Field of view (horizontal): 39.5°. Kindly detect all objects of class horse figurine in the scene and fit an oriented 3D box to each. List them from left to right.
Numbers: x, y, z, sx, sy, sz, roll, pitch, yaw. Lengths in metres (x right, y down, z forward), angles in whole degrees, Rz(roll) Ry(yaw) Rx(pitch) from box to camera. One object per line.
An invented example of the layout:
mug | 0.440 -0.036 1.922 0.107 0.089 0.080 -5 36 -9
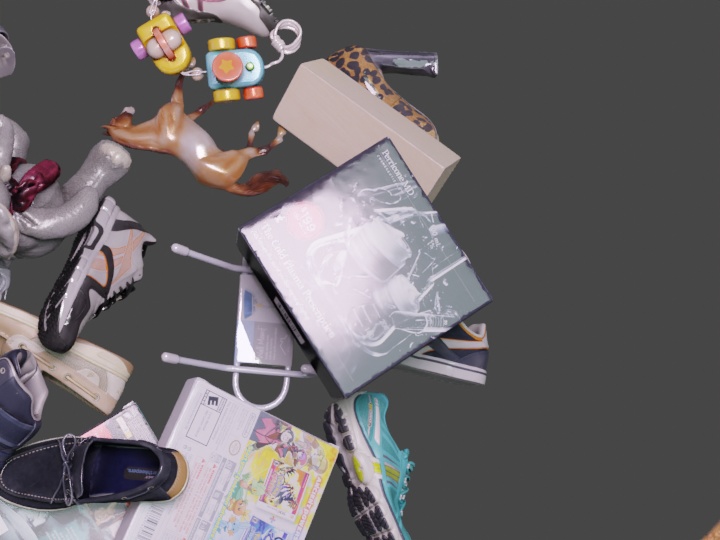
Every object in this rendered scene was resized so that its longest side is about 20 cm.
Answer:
horse figurine | -0.171 -0.146 1.127 0.200 0.050 0.133 39 63 -4

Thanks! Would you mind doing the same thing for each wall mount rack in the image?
wall mount rack | -0.126 0.048 1.088 0.173 0.075 0.201 6 76 -14

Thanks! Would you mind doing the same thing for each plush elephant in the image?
plush elephant | -0.353 -0.080 0.983 0.164 0.155 0.201 21 77 12

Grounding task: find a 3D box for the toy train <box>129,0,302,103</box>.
toy train | -0.170 -0.273 1.091 0.200 0.056 0.151 33 93 -4

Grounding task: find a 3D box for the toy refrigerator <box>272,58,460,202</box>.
toy refrigerator | 0.008 -0.151 1.136 0.200 0.076 0.070 36 27 8

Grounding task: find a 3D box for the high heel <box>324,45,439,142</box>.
high heel | 0.020 -0.167 1.190 0.142 0.071 0.201 1 81 -5

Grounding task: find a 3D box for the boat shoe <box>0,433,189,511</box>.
boat shoe | -0.267 0.194 0.972 0.199 0.062 0.075 -1 67 10

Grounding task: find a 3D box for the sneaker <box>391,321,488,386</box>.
sneaker | 0.056 0.076 1.139 0.199 0.078 0.080 14 79 -25

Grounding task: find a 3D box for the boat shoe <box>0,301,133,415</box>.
boat shoe | -0.334 0.085 1.019 0.199 0.072 0.065 27 72 -15

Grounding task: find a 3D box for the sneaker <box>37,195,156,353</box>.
sneaker | -0.263 0.009 1.022 0.080 0.074 0.200 36 41 -21

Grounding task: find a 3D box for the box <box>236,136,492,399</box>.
box | 0.000 0.000 1.031 0.182 0.104 0.200 -33 88 -11

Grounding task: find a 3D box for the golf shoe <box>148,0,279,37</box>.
golf shoe | -0.189 -0.309 1.152 0.199 0.077 0.088 29 88 -4

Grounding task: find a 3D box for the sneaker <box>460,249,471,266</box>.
sneaker | 0.026 -0.027 1.127 0.200 0.071 0.080 31 51 10

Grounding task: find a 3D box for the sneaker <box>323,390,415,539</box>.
sneaker | 0.028 0.229 1.102 0.079 0.077 0.201 -14 83 -28

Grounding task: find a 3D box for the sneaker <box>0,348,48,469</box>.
sneaker | -0.397 0.104 0.963 0.202 0.077 0.146 44 95 -2

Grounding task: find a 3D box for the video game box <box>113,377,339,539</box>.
video game box | -0.138 0.239 1.043 0.182 0.047 0.201 30 70 -18

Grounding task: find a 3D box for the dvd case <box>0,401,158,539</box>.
dvd case | -0.282 0.249 1.027 0.200 0.022 0.146 -32 89 -22

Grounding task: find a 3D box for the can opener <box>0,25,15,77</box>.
can opener | -0.464 -0.208 1.057 0.199 0.053 0.067 -24 55 -20
